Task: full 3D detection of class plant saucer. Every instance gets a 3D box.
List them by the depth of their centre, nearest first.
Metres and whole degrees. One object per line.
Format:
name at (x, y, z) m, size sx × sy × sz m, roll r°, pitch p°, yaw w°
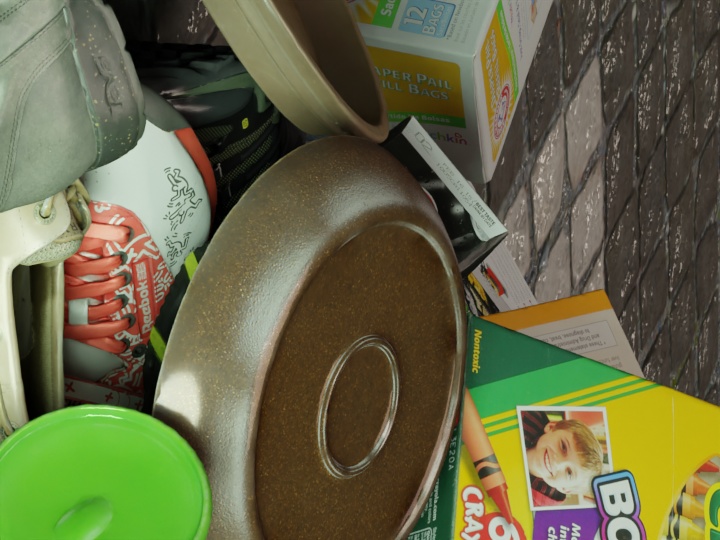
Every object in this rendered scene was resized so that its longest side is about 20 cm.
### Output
plant saucer at (-0.011, 0.049, 1.088) m, size 0.200 × 0.032 × 0.201 m, roll -28°, pitch 124°, yaw -51°
plant saucer at (-0.048, -0.136, 1.155) m, size 0.201 × 0.029 × 0.200 m, roll 59°, pitch 10°, yaw -16°

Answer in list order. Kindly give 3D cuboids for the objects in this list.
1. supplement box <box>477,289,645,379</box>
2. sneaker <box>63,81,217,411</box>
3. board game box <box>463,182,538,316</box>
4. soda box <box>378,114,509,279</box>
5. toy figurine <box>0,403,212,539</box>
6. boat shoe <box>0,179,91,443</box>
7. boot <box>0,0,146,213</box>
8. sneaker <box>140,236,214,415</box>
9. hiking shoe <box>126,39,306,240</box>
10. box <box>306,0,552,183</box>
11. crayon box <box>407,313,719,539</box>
supplement box at (0.094, 0.120, 1.337) m, size 0.126 × 0.073 × 0.201 m, roll -10°, pitch 71°, yaw -42°
sneaker at (-0.102, 0.017, 1.128) m, size 0.202 × 0.067 × 0.108 m, roll 84°, pitch 21°, yaw -55°
board game box at (0.053, 0.014, 1.471) m, size 0.201 × 0.035 × 0.126 m, roll 61°, pitch 20°, yaw 3°
soda box at (0.000, 0.000, 1.269) m, size 0.063 × 0.071 × 0.200 m, roll -39°, pitch 178°, yaw -17°
toy figurine at (-0.135, 0.168, 1.016) m, size 0.200 × 0.150 × 0.185 m, roll -42°, pitch 154°, yaw -29°
boat shoe at (-0.130, -0.020, 1.051) m, size 0.072 × 0.065 × 0.201 m, roll -7°, pitch 104°, yaw -71°
boot at (-0.153, -0.096, 0.944) m, size 0.130 × 0.068 × 0.201 m, roll -34°, pitch 114°, yaw -37°
sneaker at (-0.060, 0.087, 1.109) m, size 0.076 × 0.075 × 0.201 m, roll 31°, pitch 87°, yaw -50°
hiking shoe at (-0.066, -0.044, 1.210) m, size 0.200 × 0.075 × 0.101 m, roll 3°, pitch 91°, yaw -72°
box at (0.036, -0.158, 1.395) m, size 0.102 × 0.112 × 0.201 m, roll 80°, pitch 25°, yaw -55°
crayon box at (0.091, 0.141, 1.217) m, size 0.172 × 0.058 × 0.201 m, roll 19°, pitch 64°, yaw -31°
